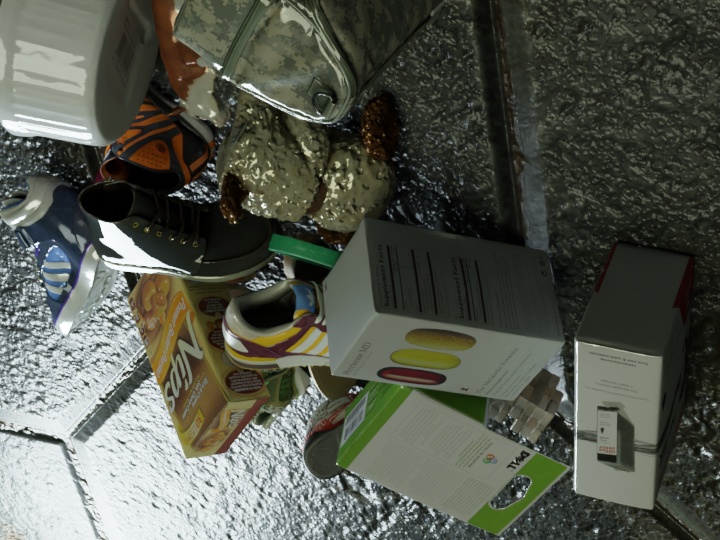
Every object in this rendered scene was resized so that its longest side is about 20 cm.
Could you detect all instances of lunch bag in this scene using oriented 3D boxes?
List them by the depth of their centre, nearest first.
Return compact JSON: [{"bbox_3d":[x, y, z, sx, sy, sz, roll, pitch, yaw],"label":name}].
[{"bbox_3d":[-0.033,-0.230,1.240,0.167,0.200,0.139,40,139,-1],"label":"lunch bag"}]

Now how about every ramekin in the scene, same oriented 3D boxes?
[{"bbox_3d":[-0.262,-0.215,1.391,0.097,0.201,0.202,15,134,9],"label":"ramekin"}]

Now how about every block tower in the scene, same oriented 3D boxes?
[{"bbox_3d":[0.114,0.100,1.537,0.199,0.054,0.058,31,136,4],"label":"block tower"}]

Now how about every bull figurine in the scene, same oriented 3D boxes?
[{"bbox_3d":[-0.151,-0.229,1.362,0.121,0.065,0.203,4,110,54],"label":"bull figurine"}]

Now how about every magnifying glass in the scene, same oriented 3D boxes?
[{"bbox_3d":[0.000,0.000,1.476,0.198,0.023,0.079,16,178,-24],"label":"magnifying glass"}]

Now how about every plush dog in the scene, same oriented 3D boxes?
[{"bbox_3d":[-0.047,-0.097,1.415,0.170,0.162,0.201,12,137,-11],"label":"plush dog"}]

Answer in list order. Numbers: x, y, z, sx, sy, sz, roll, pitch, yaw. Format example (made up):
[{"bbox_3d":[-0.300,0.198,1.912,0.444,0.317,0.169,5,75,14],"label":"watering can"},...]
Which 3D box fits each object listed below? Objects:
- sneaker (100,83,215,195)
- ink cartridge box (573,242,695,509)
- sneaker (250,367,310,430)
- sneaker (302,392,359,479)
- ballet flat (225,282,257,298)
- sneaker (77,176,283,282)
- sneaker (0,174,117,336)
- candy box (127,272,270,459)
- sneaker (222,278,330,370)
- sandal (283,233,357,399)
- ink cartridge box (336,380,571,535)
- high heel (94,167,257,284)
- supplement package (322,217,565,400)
[{"bbox_3d":[-0.251,-0.148,1.497,0.199,0.112,0.078,30,136,4],"label":"sneaker"},{"bbox_3d":[0.258,0.101,1.386,0.082,0.147,0.202,10,133,20],"label":"ink cartridge box"},{"bbox_3d":[-0.109,0.127,1.612,0.076,0.089,0.200,21,165,20],"label":"sneaker"},{"bbox_3d":[0.023,0.149,1.626,0.200,0.108,0.068,-32,102,6],"label":"sneaker"},{"bbox_3d":[-0.175,0.039,1.653,0.198,0.074,0.075,-11,121,32],"label":"ballet flat"},{"bbox_3d":[-0.179,-0.042,1.463,0.197,0.076,0.106,-2,156,4],"label":"sneaker"},{"bbox_3d":[-0.355,-0.028,1.697,0.146,0.081,0.201,40,140,6],"label":"sneaker"},{"bbox_3d":[-0.172,0.079,1.533,0.116,0.055,0.202,-51,53,43],"label":"candy box"},{"bbox_3d":[-0.038,0.047,1.455,0.197,0.076,0.090,-11,150,-12],"label":"sneaker"},{"bbox_3d":[-0.051,0.039,1.585,0.069,0.077,0.213,35,149,43],"label":"sandal"},{"bbox_3d":[0.096,0.174,1.513,0.198,0.076,0.148,26,131,-14],"label":"ink cartridge box"},{"bbox_3d":[-0.199,-0.055,1.609,0.198,0.097,0.068,19,136,-15],"label":"high heel"},{"bbox_3d":[0.076,0.040,1.405,0.198,0.111,0.114,9,141,-21],"label":"supplement package"}]
